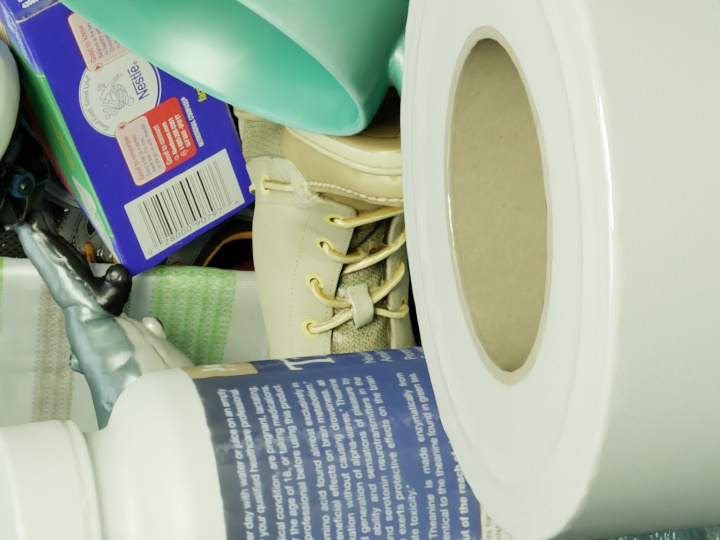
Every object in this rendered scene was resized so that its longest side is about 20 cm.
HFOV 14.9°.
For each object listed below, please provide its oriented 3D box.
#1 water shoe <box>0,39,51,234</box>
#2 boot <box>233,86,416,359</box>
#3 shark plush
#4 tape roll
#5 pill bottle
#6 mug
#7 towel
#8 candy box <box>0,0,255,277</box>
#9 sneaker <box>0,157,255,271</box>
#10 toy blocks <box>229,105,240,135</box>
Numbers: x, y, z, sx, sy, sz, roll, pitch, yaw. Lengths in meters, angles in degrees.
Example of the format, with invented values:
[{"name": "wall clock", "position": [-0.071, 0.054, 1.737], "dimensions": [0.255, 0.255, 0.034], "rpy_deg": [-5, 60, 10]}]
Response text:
[{"name": "water shoe", "position": [-0.159, -0.056, 1.150], "dimensions": [0.072, 0.079, 0.200], "rpy_deg": [-60, 21, -5]}, {"name": "boot", "position": [0.000, 0.000, 1.094], "dimensions": [0.200, 0.072, 0.156], "rpy_deg": [-157, 60, -68]}, {"name": "shark plush", "position": [-0.101, 0.071, 1.170], "dimensions": [0.091, 0.083, 0.201], "rpy_deg": [-132, 19, -79]}, {"name": "tape roll", "position": [0.071, -0.022, 0.817], "dimensions": [0.202, 0.070, 0.204], "rpy_deg": [176, 90, -76]}, {"name": "pill bottle", "position": [-0.027, 0.086, 0.968], "dimensions": [0.111, 0.199, 0.112], "rpy_deg": [175, 90, -75]}, {"name": "mug", "position": [-0.026, -0.127, 0.975], "dimensions": [0.152, 0.185, 0.115], "rpy_deg": [6, 66, 62]}, {"name": "towel", "position": [-0.107, 0.040, 1.268], "dimensions": [0.150, 0.199, 0.031], "rpy_deg": [104, 167, -50]}, {"name": "candy box", "position": [-0.135, -0.125, 1.189], "dimensions": [0.200, 0.077, 0.169], "rpy_deg": [53, 168, 38]}, {"name": "sneaker", "position": [-0.109, -0.009, 1.277], "dimensions": [0.077, 0.199, 0.079], "rpy_deg": [60, 150, 37]}, {"name": "toy blocks", "position": [-0.048, -0.115, 1.236], "dimensions": [0.200, 0.099, 0.137], "rpy_deg": [120, 132, -66]}]
